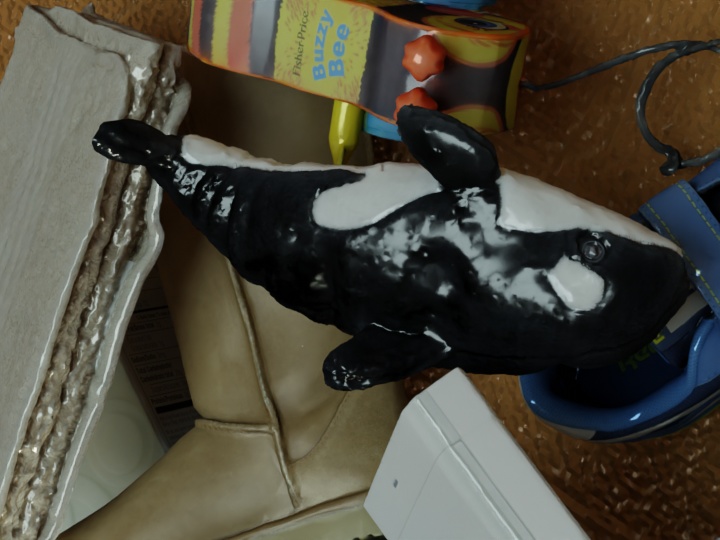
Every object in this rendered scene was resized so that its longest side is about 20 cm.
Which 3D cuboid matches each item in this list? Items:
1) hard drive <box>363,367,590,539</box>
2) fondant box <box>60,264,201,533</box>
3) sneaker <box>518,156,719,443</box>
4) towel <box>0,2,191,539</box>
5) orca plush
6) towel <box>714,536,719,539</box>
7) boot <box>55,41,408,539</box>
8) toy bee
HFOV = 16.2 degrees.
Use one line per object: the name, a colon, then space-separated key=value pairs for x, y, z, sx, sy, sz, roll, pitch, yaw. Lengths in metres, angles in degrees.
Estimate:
hard drive: x=0.074 y=0.134 z=0.812 sx=0.201 sy=0.026 sz=0.132 roll=54 pitch=164 yaw=13
fondant box: x=-0.116 y=0.090 z=1.038 sx=0.144 sy=0.058 sz=0.201 roll=-35 pitch=75 yaw=32
sneaker: x=0.131 y=-0.005 z=0.845 sx=0.200 sy=0.082 sz=0.074 roll=-45 pitch=69 yaw=28
towel: x=-0.120 y=0.001 z=0.944 sx=0.132 sy=0.034 sz=0.201 roll=29 pitch=102 yaw=61
orca plush: x=0.000 y=0.000 z=0.812 sx=0.199 sy=0.071 sz=0.106 roll=23 pitch=146 yaw=11
towel: x=0.202 y=0.118 z=0.814 sx=0.166 sy=0.085 sz=0.201 roll=43 pitch=115 yaw=20
boot: x=-0.063 y=0.021 z=0.954 sx=0.174 sy=0.066 sz=0.202 roll=-16 pitch=75 yaw=6
toy bee: x=0.017 y=-0.080 z=0.858 sx=0.199 sy=0.109 sz=0.132 roll=-8 pitch=96 yaw=26
